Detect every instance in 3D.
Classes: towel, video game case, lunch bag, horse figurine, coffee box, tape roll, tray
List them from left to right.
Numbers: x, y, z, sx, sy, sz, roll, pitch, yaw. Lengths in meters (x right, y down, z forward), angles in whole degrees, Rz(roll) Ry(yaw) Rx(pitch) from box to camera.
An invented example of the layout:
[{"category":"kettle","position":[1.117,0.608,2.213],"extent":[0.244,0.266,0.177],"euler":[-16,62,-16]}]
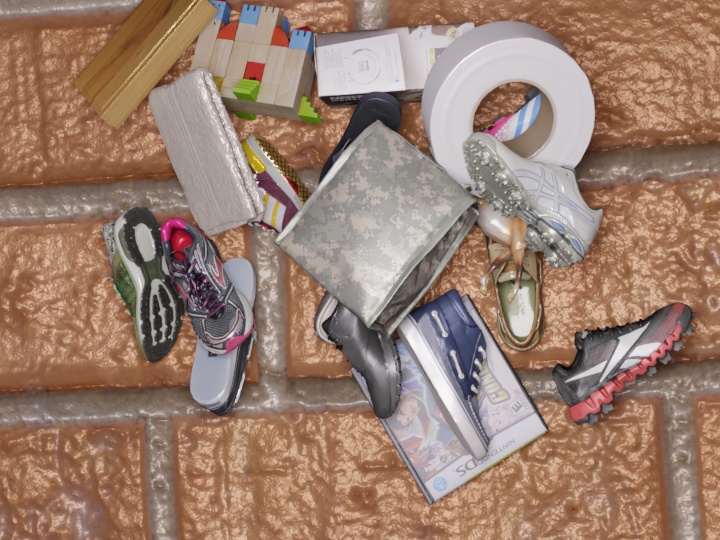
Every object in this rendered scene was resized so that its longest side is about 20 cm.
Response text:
[{"category":"tray","position":[-0.278,-0.287,1.731],"extent":[0.200,0.037,0.099],"euler":[-48,48,4]},{"category":"towel","position":[-0.190,-0.145,1.677],"extent":[0.034,0.132,0.203],"euler":[-26,99,-38]},{"category":"lunch bag","position":[0.026,-0.053,1.575],"extent":[0.164,0.118,0.201],"euler":[40,92,19]},{"category":"coffee box","position":[0.048,-0.254,1.674],"extent":[0.197,0.113,0.081],"euler":[-3,89,7]},{"category":"video game case","position":[0.112,0.163,1.707],"extent":[0.179,0.025,0.202],"euler":[-32,86,6]},{"category":"horse figurine","position":[0.151,-0.045,1.631],"extent":[0.198,0.050,0.134],"euler":[27,77,21]},{"category":"tape roll","position":[0.172,-0.186,1.590],"extent":[0.199,0.071,0.205],"euler":[-3,117,-6]}]

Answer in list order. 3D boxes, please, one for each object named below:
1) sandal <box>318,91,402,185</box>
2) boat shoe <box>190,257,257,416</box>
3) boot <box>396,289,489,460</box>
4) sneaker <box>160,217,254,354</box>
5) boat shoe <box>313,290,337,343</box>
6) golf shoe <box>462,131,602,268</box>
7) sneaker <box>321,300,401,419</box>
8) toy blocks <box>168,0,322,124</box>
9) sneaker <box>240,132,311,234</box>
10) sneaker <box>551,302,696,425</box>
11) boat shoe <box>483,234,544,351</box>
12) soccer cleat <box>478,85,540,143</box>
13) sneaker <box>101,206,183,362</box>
[{"category":"sandal","position":[-0.006,-0.129,1.665],"extent":[0.075,0.043,0.202],"euler":[14,129,-6]},{"category":"boat shoe","position":[-0.165,0.086,1.722],"extent":[0.072,0.068,0.202],"euler":[-4,65,19]},{"category":"boot","position":[0.128,0.127,1.660],"extent":[0.090,0.073,0.202],"euler":[-30,94,-8]},{"category":"sneaker","position":[-0.200,0.021,1.683],"extent":[0.080,0.075,0.201],"euler":[-35,56,2]},{"category":"boat shoe","position":[0.000,0.000,1.711],"extent":[0.066,0.057,0.201],"euler":[33,90,-14]},{"category":"golf shoe","position":[0.202,-0.099,1.572],"extent":[0.200,0.078,0.097],"euler":[47,68,-16]},{"category":"sneaker","position":[0.000,0.085,1.663],"extent":[0.089,0.076,0.203],"euler":[-11,91,-5]},{"category":"toy blocks","position":[-0.132,-0.273,1.716],"extent":[0.197,0.100,0.139],"euler":[10,78,17]},{"category":"sneaker","position":[-0.107,-0.074,1.720],"extent":[0.090,0.075,0.201],"euler":[-38,79,14]},{"category":"sneaker","position":[0.317,0.096,1.657],"extent":[0.200,0.071,0.098],"euler":[-40,87,7]},{"category":"boat shoe","position":[0.195,0.000,1.673],"extent":[0.074,0.074,0.203],"euler":[-10,89,7]},{"category":"soccer cleat","position":[0.199,-0.158,1.675],"extent":[0.199,0.070,0.087],"euler":[-41,86,5]},{"category":"sneaker","position":[-0.290,0.019,1.752],"extent":[0.088,0.076,0.203],"euler":[-2,100,45]}]
